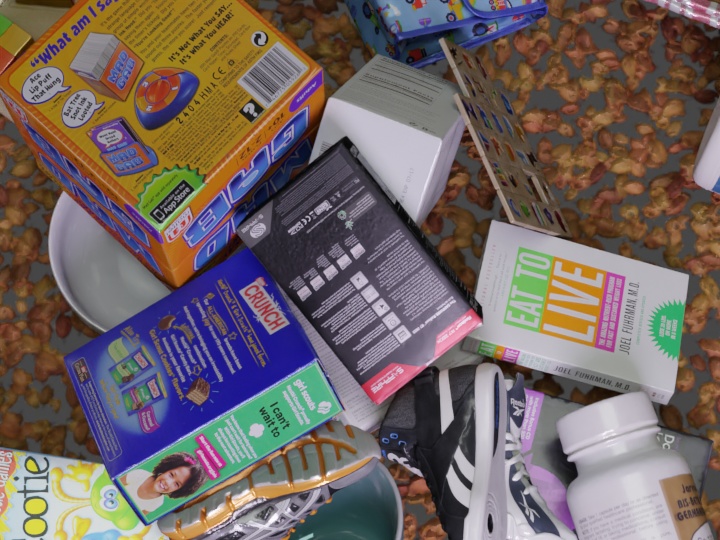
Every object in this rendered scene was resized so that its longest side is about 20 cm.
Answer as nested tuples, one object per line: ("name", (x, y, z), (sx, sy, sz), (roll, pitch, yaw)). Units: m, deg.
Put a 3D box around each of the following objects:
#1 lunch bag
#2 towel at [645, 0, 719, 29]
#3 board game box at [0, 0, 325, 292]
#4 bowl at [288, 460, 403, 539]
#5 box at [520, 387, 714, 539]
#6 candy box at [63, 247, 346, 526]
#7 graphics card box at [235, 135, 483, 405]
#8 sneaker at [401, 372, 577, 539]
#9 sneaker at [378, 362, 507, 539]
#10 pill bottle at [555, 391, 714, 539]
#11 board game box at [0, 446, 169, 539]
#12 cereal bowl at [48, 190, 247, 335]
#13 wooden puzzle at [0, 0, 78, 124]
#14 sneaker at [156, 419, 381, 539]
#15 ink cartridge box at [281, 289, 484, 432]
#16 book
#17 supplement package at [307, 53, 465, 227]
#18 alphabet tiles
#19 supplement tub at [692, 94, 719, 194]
("lunch bag", (0.088, -0.301, 1.630), (0.198, 0.094, 0.152), (-19, 73, -18))
("towel", (0.364, -0.248, 1.572), (0.198, 0.146, 0.030), (22, 104, 7))
("board game box", (-0.168, -0.133, 1.430), (0.200, 0.200, 0.200), (41, 77, 12))
("bowl", (-0.041, 0.262, 1.429), (0.199, 0.105, 0.202), (-13, 46, 14))
("box", (0.218, 0.202, 1.502), (0.198, 0.036, 0.144), (15, 75, 4))
("candy box", (-0.137, 0.096, 1.392), (0.199, 0.077, 0.169), (-31, 43, -2))
("graphics card box", (0.000, 0.000, 1.398), (0.125, 0.051, 0.200), (-38, 98, 13))
("sneaker", (0.134, 0.163, 1.454), (0.198, 0.079, 0.130), (32, 88, 27))
("sneaker", (0.067, 0.181, 1.396), (0.111, 0.073, 0.202), (-5, 63, 22))
("pill bottle", (0.245, 0.216, 1.420), (0.113, 0.114, 0.202), (-16, 75, -4))
("board game box", (-0.248, 0.230, 1.462), (0.198, 0.105, 0.104), (8, 75, 3))
("cereal bowl", (-0.195, -0.018, 1.542), (0.198, 0.083, 0.202), (0, 74, 0))
("wooden puzzle", (-0.307, -0.233, 1.624), (0.199, 0.046, 0.186), (36, 77, 10))
("sneaker", (-0.072, 0.193, 1.378), (0.198, 0.078, 0.078), (-23, 32, 4))
("ink cartridge box", (0.000, 0.041, 1.520), (0.160, 0.050, 0.201), (-28, 74, -26))
("book", (0.204, 0.042, 1.523), (0.198, 0.048, 0.135), (14, 55, 1))
("supplement package", (0.028, -0.114, 1.496), (0.109, 0.200, 0.115), (21, 111, 6))
("alphabet tiles", (0.134, -0.126, 1.535), (0.008, 0.167, 0.202), (-29, 74, 21))
("supplement tub", (0.432, -0.115, 1.532), (0.198, 0.145, 0.146), (22, 75, 6))
